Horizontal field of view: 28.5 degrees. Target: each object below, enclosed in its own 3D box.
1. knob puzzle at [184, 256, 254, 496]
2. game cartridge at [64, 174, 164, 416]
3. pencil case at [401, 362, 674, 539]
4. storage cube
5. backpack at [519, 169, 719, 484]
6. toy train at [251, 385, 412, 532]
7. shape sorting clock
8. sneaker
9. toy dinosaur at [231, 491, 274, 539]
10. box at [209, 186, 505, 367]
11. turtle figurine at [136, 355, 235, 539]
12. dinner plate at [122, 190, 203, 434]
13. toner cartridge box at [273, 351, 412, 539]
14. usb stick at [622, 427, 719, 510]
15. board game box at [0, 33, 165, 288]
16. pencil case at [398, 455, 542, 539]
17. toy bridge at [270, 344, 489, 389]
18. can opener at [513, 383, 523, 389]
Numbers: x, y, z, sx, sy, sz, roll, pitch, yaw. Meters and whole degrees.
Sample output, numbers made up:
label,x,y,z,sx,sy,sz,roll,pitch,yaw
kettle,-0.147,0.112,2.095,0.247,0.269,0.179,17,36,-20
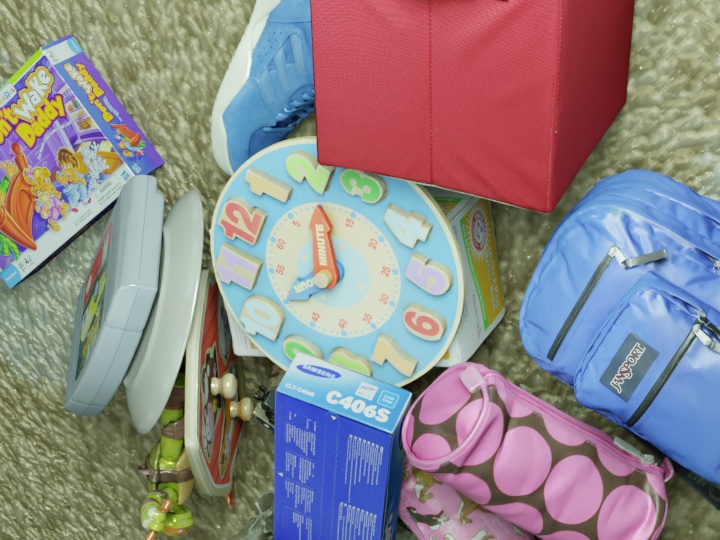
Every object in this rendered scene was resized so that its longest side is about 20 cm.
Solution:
label,x,y,z,sx,sy,sz,roll,pitch,yaw
knob puzzle,-0.109,0.093,1.147,0.030,0.220,0.222,0,114,5
game cartridge,-0.208,0.031,1.188,0.040,0.134,0.200,9,141,-20
pencil case,0.131,0.138,1.024,0.199,0.091,0.094,28,117,-26
storage cube,0.079,-0.169,0.922,0.169,0.200,0.181,13,125,21
backpack,0.211,0.030,0.961,0.199,0.168,0.163,34,117,12
toy train,-0.011,0.162,1.197,0.199,0.034,0.046,38,153,-9
shape sorting clock,-0.020,0.000,1.019,0.198,0.039,0.202,12,119,23
sneaker,-0.037,-0.137,1.066,0.111,0.077,0.201,35,118,21
toy dinosaur,-0.025,0.218,1.233,0.198,0.102,0.078,3,70,14
box,0.000,0.000,1.095,0.198,0.101,0.114,2,114,27
turtle figurine,-0.152,0.157,1.208,0.064,0.200,0.163,10,104,17
dinner plate,-0.166,0.031,1.153,0.024,0.201,0.201,13,125,-17
toner cartridge box,-0.017,0.155,1.091,0.094,0.043,0.201,18,138,13
usb stick,0.216,0.101,1.071,0.200,0.033,0.056,41,118,5
board game box,-0.279,-0.091,1.236,0.199,0.045,0.135,-35,94,35
pencil case,0.095,0.220,1.156,0.082,0.086,0.201,-33,92,29
toy bridge,0.008,0.074,1.149,0.198,0.028,0.067,-10,151,32
can opener,0.167,0.169,1.122,0.200,0.079,0.063,43,86,0
